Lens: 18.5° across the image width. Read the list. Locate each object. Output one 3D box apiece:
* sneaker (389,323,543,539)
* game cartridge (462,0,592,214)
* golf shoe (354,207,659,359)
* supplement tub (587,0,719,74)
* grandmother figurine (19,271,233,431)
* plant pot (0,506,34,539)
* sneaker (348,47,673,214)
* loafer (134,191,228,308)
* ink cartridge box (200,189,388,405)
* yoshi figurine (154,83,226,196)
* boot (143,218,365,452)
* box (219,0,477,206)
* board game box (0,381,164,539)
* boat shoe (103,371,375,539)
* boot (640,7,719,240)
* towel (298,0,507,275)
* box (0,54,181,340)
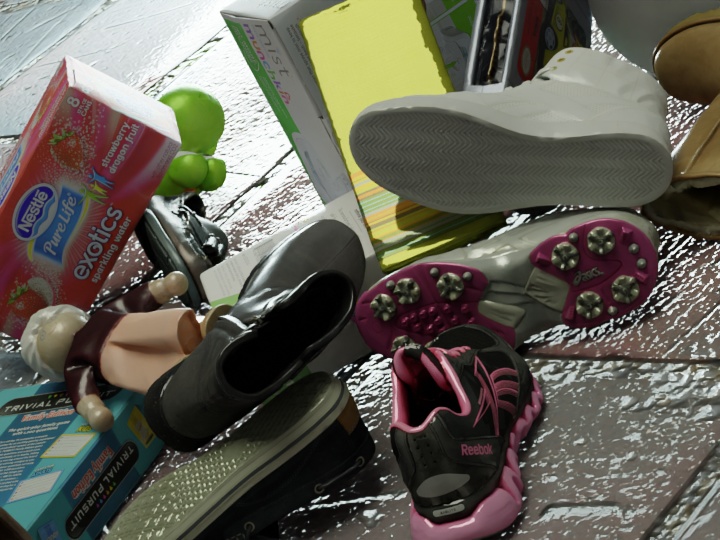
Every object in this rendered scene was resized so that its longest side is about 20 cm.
[{"bbox_3d":[0.051,0.071,1.257,0.079,0.096,0.200,-24,22,14],"label":"sneaker"},{"bbox_3d":[0.118,-0.148,1.524,0.041,0.133,0.201,-1,63,23],"label":"game cartridge"},{"bbox_3d":[0.095,0.009,1.382,0.199,0.076,0.092,-13,15,20],"label":"golf shoe"},{"bbox_3d":[0.262,-0.242,1.603,0.145,0.145,0.200,-5,32,43],"label":"supplement tub"},{"bbox_3d":[-0.154,0.048,1.451,0.200,0.061,0.121,0,42,47],"label":"grandmother figurine"},{"bbox_3d":[-0.286,0.233,1.194,0.198,0.201,0.200,-22,22,35],"label":"plant pot"},{"bbox_3d":[0.097,-0.092,1.400,0.199,0.074,0.116,6,32,5],"label":"sneaker"},{"bbox_3d":[-0.132,-0.027,1.699,0.063,0.072,0.200,-25,20,-9],"label":"loafer"},{"bbox_3d":[0.000,0.000,1.491,0.200,0.067,0.117,-29,24,0],"label":"ink cartridge box"},{"bbox_3d":[-0.173,-0.114,1.877,0.112,0.112,0.200,-34,26,-30],"label":"yoshi figurine"},{"bbox_3d":[-0.035,0.027,1.325,0.200,0.070,0.132,-52,10,-34],"label":"boot"},{"bbox_3d":[0.028,-0.142,1.588,0.176,0.200,0.097,-36,23,-16],"label":"box"},{"bbox_3d":[-0.225,0.147,1.461,0.151,0.047,0.200,-10,29,35],"label":"board game box"},{"bbox_3d":[-0.076,0.139,1.300,0.200,0.062,0.075,-37,25,9],"label":"boat shoe"},{"bbox_3d":[0.231,-0.097,1.442,0.175,0.066,0.200,-7,32,41],"label":"boot"},{"bbox_3d":[0.026,-0.096,1.446,0.086,0.018,0.201,-22,64,6],"label":"towel"},{"bbox_3d":[-0.228,-0.048,1.693,0.200,0.099,0.096,-59,18,14],"label":"box"}]
